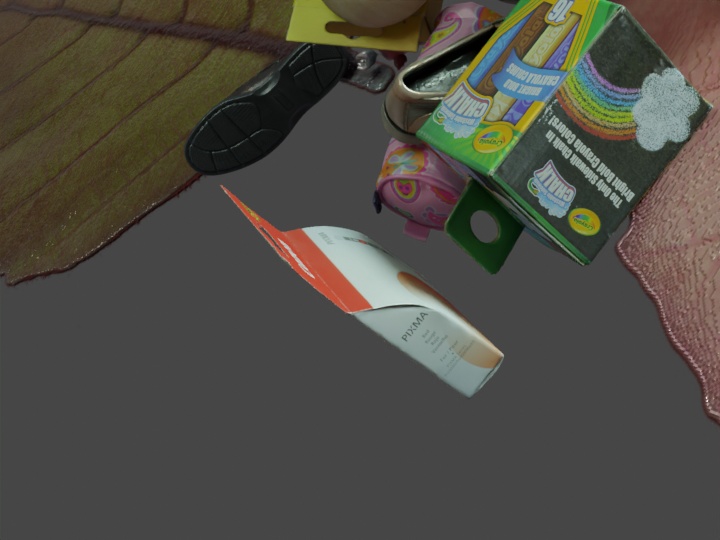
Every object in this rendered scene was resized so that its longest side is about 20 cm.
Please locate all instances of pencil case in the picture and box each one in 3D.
[{"bbox_3d":[0.075,-0.127,1.407,0.087,0.087,0.201,-14,48,45],"label":"pencil case"}]

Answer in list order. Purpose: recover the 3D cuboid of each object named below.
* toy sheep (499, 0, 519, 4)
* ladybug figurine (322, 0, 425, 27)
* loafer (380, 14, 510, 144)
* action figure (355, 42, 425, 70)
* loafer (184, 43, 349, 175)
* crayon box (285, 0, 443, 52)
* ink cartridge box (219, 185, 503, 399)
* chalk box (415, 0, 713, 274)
[{"bbox_3d":[0.138,-0.300,1.459,0.138,0.138,0.200,-43,22,13],"label":"toy sheep"},{"bbox_3d":[0.007,-0.308,1.441,0.134,0.072,0.202,-12,67,10],"label":"ladybug figurine"},{"bbox_3d":[0.108,-0.165,1.345,0.199,0.063,0.072,-27,69,-16],"label":"loafer"},{"bbox_3d":[0.059,-0.266,1.586,0.147,0.134,0.202,1,57,14],"label":"action figure"},{"bbox_3d":[-0.092,-0.169,1.701,0.199,0.072,0.063,-37,14,12],"label":"loafer"},{"bbox_3d":[0.015,-0.278,1.495,0.126,0.051,0.202,8,71,17],"label":"crayon box"},{"bbox_3d":[0.000,0.000,1.259,0.050,0.200,0.162,-48,31,3],"label":"ink cartridge box"},{"bbox_3d":[0.136,-0.095,1.252,0.200,0.125,0.124,-50,31,0],"label":"chalk box"}]
